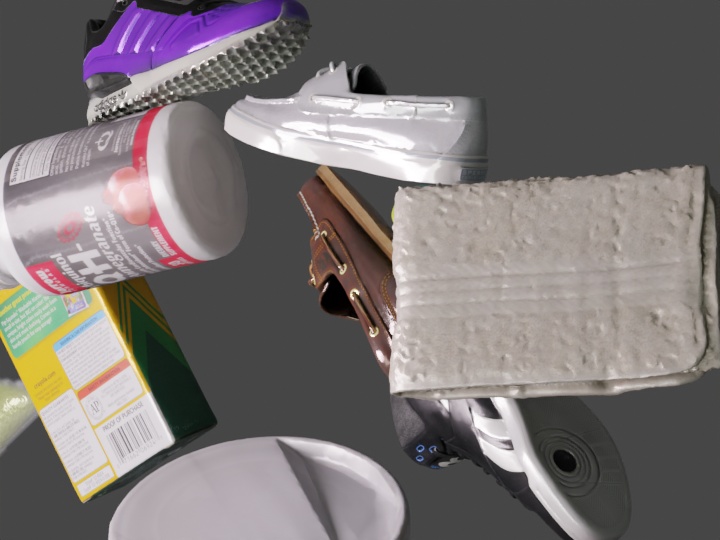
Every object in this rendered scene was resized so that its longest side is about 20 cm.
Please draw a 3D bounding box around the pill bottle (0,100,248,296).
[{"bbox_3d":[-0.188,-0.043,1.683,0.200,0.111,0.111,-13,95,26],"label":"pill bottle"}]

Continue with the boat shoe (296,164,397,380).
[{"bbox_3d":[0.000,0.000,1.542,0.070,0.070,0.200,-44,36,3],"label":"boat shoe"}]

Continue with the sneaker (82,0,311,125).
[{"bbox_3d":[-0.122,-0.169,1.649,0.200,0.070,0.100,-18,77,38],"label":"sneaker"}]

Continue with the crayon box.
[{"bbox_3d":[-0.200,0.056,1.802,0.126,0.052,0.200,-34,81,42],"label":"crayon box"}]

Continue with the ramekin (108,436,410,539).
[{"bbox_3d":[-0.064,0.204,1.636,0.202,0.202,0.094,19,128,37],"label":"ramekin"}]

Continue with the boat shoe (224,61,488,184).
[{"bbox_3d":[-0.003,-0.100,1.566,0.200,0.072,0.069,14,98,41],"label":"boat shoe"}]

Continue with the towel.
[{"bbox_3d":[0.116,0.007,1.429,0.200,0.034,0.133,-3,72,13],"label":"towel"}]

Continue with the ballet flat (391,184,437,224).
[{"bbox_3d":[0.107,0.011,1.487,0.200,0.067,0.067,20,133,19],"label":"ballet flat"}]

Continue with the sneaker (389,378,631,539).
[{"bbox_3d":[0.090,0.114,1.553,0.200,0.073,0.112,58,136,23],"label":"sneaker"}]
